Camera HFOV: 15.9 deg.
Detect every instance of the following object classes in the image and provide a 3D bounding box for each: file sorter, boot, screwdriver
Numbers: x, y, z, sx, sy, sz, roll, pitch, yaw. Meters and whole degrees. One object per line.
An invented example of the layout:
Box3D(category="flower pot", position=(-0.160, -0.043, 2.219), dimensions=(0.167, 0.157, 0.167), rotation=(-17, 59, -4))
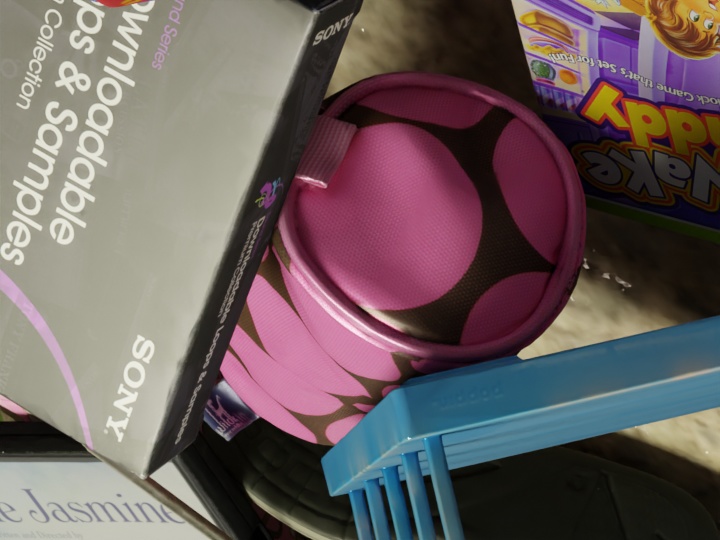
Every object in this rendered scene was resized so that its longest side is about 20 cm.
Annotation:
Box3D(category="file sorter", position=(0.076, 0.084, 0.685), dimensions=(0.200, 0.138, 0.124), rotation=(125, 133, -80))
Box3D(category="boot", position=(0.043, 0.113, 0.934), dimensions=(0.203, 0.074, 0.154), rotation=(19, 151, 28))
Box3D(category="screwdriver", position=(-0.039, 0.094, 0.876), dimensions=(0.028, 0.029, 0.200), rotation=(-24, 136, 20))

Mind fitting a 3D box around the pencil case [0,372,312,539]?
Box3D(category="pencil case", position=(-0.071, 0.078, 0.988), dimensions=(0.086, 0.083, 0.200), rotation=(-11, 131, 26))

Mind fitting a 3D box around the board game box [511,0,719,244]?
Box3D(category="board game box", position=(0.133, -0.052, 0.617), dimensions=(0.199, 0.045, 0.135), rotation=(16, 147, 29))

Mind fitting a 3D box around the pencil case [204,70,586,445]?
Box3D(category="pencil case", position=(0.000, 0.000, 0.743), dimensions=(0.094, 0.091, 0.200), rotation=(39, 164, -1))

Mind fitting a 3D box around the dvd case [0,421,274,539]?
Box3D(category="dvd case", position=(-0.077, 0.127, 0.966), dimensions=(0.142, 0.018, 0.200), rotation=(-2, 135, 33))

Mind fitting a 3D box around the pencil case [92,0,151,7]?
Box3D(category="pencil case", position=(0.023, -0.106, 0.539), dimensions=(0.199, 0.079, 0.087), rotation=(-7, 157, 13))

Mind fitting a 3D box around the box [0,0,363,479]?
Box3D(category="box", position=(-0.109, -0.054, 0.656), dimensions=(0.199, 0.036, 0.144), rotation=(28, 120, 11))

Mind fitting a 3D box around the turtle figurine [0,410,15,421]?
Box3D(category="turtle figurine", position=(-0.241, 0.065, 1.085), dimensions=(0.194, 0.200, 0.144), rotation=(44, -176, -26))
